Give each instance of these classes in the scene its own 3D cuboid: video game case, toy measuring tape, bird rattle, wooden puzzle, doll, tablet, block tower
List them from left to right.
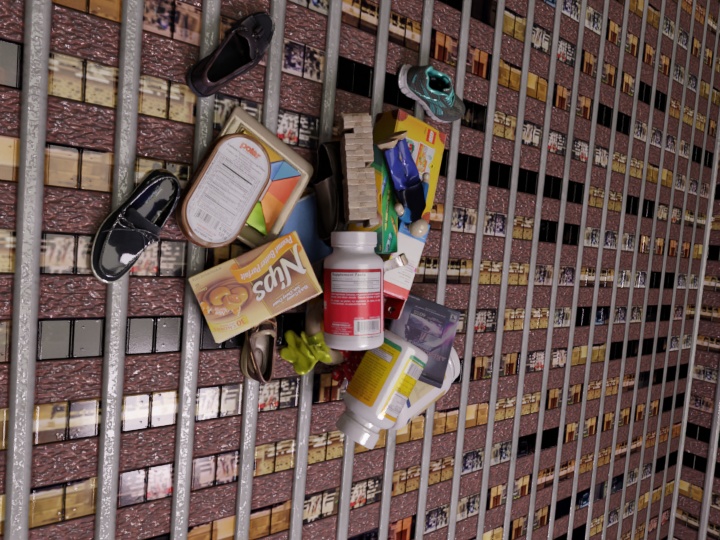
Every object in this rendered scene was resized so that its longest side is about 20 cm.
[{"bbox_3d":[-0.188,-0.155,0.935,0.184,0.037,0.203,35,72,-31],"label":"wooden puzzle"},{"bbox_3d":[-0.111,-0.071,1.030,0.198,0.014,0.133,-29,113,-31],"label":"tablet"},{"bbox_3d":[-0.051,0.138,1.050,0.198,0.112,0.167,20,63,-38],"label":"bird rattle"},{"bbox_3d":[-0.005,-0.181,0.962,0.056,0.054,0.205,-5,89,-12],"label":"block tower"},{"bbox_3d":[0.000,0.000,1.046,0.196,0.074,0.074,-21,115,13],"label":"toy measuring tape"},{"bbox_3d":[0.093,-0.157,1.006,0.136,0.048,0.203,-43,122,-44],"label":"doll"},{"bbox_3d":[0.128,0.141,1.133,0.019,0.140,0.202,104,8,-46],"label":"video game case"}]

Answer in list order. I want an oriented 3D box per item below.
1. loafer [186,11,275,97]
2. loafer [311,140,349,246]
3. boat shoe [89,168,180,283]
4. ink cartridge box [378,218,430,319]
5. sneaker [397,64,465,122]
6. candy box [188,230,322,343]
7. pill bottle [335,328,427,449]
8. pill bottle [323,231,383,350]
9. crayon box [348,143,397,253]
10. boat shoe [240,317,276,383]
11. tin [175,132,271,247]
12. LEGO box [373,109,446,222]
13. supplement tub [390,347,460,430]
[{"bbox_3d":[-0.204,-0.364,0.889,0.201,0.062,0.072,-52,123,-21],"label":"loafer"},{"bbox_3d":[-0.065,-0.147,1.002,0.070,0.072,0.205,6,83,-46],"label":"loafer"},{"bbox_3d":[-0.344,-0.071,0.818,0.074,0.062,0.202,41,72,-35],"label":"boat shoe"},{"bbox_3d":[0.066,-0.007,1.103,0.066,0.116,0.204,21,82,-15],"label":"ink cartridge box"},{"bbox_3d":[0.174,-0.386,1.164,0.197,0.090,0.079,17,86,-38],"label":"sneaker"},{"bbox_3d":[-0.177,0.028,0.907,0.197,0.055,0.117,-25,88,-15],"label":"candy box"},{"bbox_3d":[0.036,0.224,1.002,0.112,0.112,0.203,35,80,-35],"label":"pill bottle"},{"bbox_3d":[-0.012,0.033,0.954,0.110,0.111,0.205,-1,93,-37],"label":"pill bottle"},{"bbox_3d":[0.010,-0.136,1.036,0.058,0.117,0.205,-4,94,-53],"label":"crayon box"},{"bbox_3d":[-0.177,0.104,0.962,0.071,0.071,0.205,2,94,-38],"label":"boat shoe"},{"bbox_3d":[-0.222,-0.132,0.877,0.111,0.042,0.203,34,77,-35],"label":"tin"},{"bbox_3d":[0.092,-0.216,1.129,0.147,0.076,0.205,14,87,-38],"label":"LEGO box"},{"bbox_3d":[0.109,0.234,1.157,0.198,0.143,0.147,-28,112,-32],"label":"supplement tub"}]
